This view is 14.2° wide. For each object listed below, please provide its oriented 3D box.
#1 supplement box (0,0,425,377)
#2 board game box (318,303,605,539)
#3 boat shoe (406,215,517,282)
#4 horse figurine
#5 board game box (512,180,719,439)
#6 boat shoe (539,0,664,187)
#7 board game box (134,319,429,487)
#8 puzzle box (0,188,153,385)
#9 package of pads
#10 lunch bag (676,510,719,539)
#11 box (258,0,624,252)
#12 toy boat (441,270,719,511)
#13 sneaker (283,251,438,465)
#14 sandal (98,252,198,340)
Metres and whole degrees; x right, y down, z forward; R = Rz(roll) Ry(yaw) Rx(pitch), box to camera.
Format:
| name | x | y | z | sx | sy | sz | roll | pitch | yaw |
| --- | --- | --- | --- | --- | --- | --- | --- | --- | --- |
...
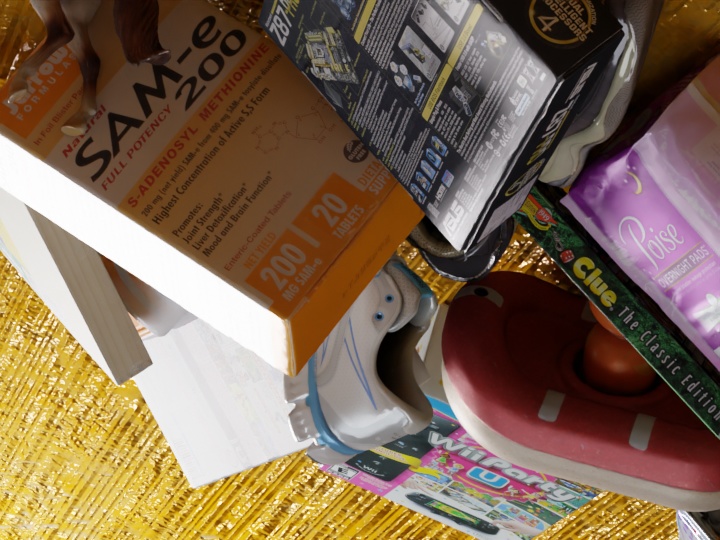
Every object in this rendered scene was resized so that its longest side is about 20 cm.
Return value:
| name | x | y | z | sx | sy | sz | roll | pitch | yaw |
| --- | --- | --- | --- | --- | --- | --- | --- | --- | --- |
| supplement box | -0.078 | -0.056 | 1.475 | 0.200 | 0.126 | 0.074 | 32 | 159 | 16 |
| board game box | 0.074 | 0.103 | 1.845 | 0.147 | 0.064 | 0.200 | 23 | 155 | -10 |
| boat shoe | 0.048 | -0.037 | 1.560 | 0.072 | 0.065 | 0.200 | 17 | 156 | 6 |
| horse figurine | -0.186 | -0.143 | 1.450 | 0.200 | 0.133 | 0.050 | 10 | 159 | 3 |
| board game box | 0.151 | 0.027 | 1.510 | 0.200 | 0.023 | 0.105 | 47 | -173 | 3 |
| boat shoe | 0.092 | -0.099 | 1.386 | 0.073 | 0.075 | 0.200 | 20 | 155 | -3 |
| board game box | -0.066 | 0.034 | 1.701 | 0.200 | 0.064 | 0.148 | -23 | 97 | 57 |
| puzzle box | -0.187 | -0.030 | 1.627 | 0.200 | 0.025 | 0.133 | 42 | 160 | 55 |
| package of pads | 0.202 | -0.001 | 1.425 | 0.200 | 0.076 | 0.121 | 48 | 154 | 1 |
| lunch bag | 0.293 | 0.205 | 1.824 | 0.200 | 0.127 | 0.170 | 20 | 155 | 16 |
| box | 0.031 | -0.113 | 1.346 | 0.161 | 0.049 | 0.200 | 47 | 157 | 10 |
| toy boat | 0.145 | 0.043 | 1.627 | 0.200 | 0.131 | 0.131 | 14 | 125 | 10 |
| sneaker | 0.000 | 0.000 | 1.559 | 0.087 | 0.200 | 0.075 | -13 | 178 | 35 |
| sandal | -0.121 | 0.005 | 1.627 | 0.079 | 0.059 | 0.207 | 59 | 147 | 5 |
